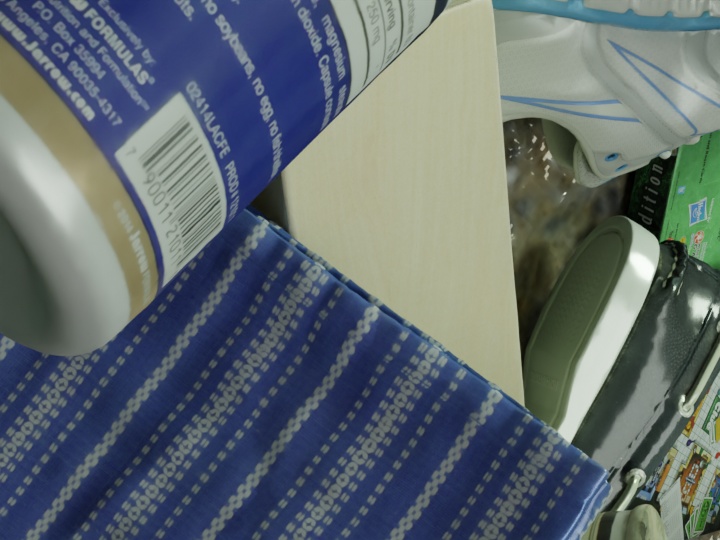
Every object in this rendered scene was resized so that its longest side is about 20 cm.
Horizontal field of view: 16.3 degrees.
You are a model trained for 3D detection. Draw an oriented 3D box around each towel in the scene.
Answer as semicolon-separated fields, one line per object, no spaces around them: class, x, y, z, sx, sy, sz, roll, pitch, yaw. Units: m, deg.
towel;-0.047;0.056;0.696;0.145;0.199;0.024;-52;158;-6

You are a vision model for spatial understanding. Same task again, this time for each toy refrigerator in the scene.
toy refrigerator;0.000;0.000;0.787;0.075;0.070;0.201;-22;127;-20

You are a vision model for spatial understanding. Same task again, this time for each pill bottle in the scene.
pill bottle;-0.042;-0.083;0.646;0.200;0.115;0.116;-45;134;-22

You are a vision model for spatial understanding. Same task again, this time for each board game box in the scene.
board game box;0.135;0.010;0.946;0.104;0.023;0.202;-6;117;-37

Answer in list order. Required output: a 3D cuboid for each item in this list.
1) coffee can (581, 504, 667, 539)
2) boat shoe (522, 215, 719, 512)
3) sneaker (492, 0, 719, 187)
coffee can;-0.004;0.151;0.743;0.198;0.147;0.147;-7;128;12
boat shoe;0.070;0.082;0.879;0.060;0.076;0.201;26;98;-15
sneaker;0.103;-0.068;0.840;0.198;0.075;0.087;6;115;-26
